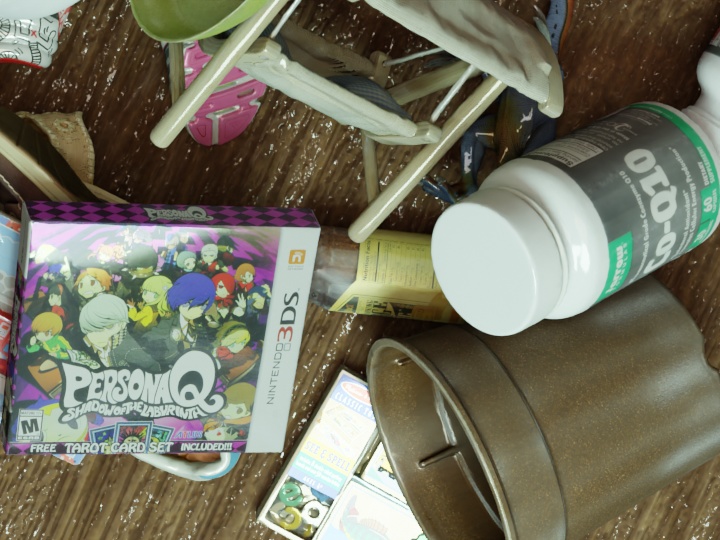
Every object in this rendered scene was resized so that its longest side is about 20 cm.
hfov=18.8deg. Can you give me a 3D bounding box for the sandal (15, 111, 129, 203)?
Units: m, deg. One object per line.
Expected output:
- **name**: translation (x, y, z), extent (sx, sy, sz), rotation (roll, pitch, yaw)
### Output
- **sandal**: translation (-0.211, -0.079, 1.571), extent (0.211, 0.078, 0.070), rotation (32, 64, -14)

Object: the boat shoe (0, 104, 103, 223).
- **boat shoe**: translation (-0.219, -0.035, 1.499), extent (0.072, 0.072, 0.200), rotation (-40, 117, 7)

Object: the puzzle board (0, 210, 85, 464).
- **puzzle board**: translation (-0.246, 0.038, 1.494), extent (0.200, 0.017, 0.151), rotation (28, 114, -17)

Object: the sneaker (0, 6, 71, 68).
- **sneaker**: translation (-0.303, -0.203, 1.534), extent (0.201, 0.067, 0.108), rotation (13, 91, -8)

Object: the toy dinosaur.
- **toy dinosaur**: translation (0.111, -0.126, 1.584), extent (0.105, 0.200, 0.182), rotation (20, 72, 31)

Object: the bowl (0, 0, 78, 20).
- **bowl**: translation (-0.197, -0.242, 1.445), extent (0.090, 0.201, 0.201), rotation (30, 96, -36)

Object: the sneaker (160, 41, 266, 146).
- **sneaker**: translation (-0.120, -0.188, 1.550), extent (0.074, 0.087, 0.200), rotation (-22, 122, -20)

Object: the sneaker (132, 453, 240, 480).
- **sneaker**: translation (-0.174, 0.086, 1.577), extent (0.200, 0.081, 0.077), rotation (26, 97, -5)

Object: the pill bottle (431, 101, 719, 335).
- **pill bottle**: translation (0.149, -0.035, 1.487), extent (0.200, 0.113, 0.113), rotation (-27, 101, -38)

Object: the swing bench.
- **swing bench**: translation (-0.006, -0.145, 1.449), extent (0.199, 0.130, 0.200), rotation (27, 133, -38)

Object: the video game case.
- **video game case**: translation (-0.137, 0.041, 1.477), extent (0.199, 0.036, 0.182), rotation (2, 117, -18)

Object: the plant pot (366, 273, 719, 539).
- **plant pot**: translation (0.137, 0.102, 1.537), extent (0.198, 0.200, 0.201), rotation (-24, 99, -19)

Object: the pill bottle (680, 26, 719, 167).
- **pill bottle**: translation (0.312, -0.154, 1.553), extent (0.116, 0.116, 0.200), rotation (33, 95, -7)

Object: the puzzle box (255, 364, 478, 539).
- **puzzle box**: translation (0.039, 0.175, 1.629), extent (0.200, 0.025, 0.133), rotation (29, 95, -6)

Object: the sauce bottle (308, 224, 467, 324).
- **sauce bottle**: translation (0.000, 0.000, 1.585), extent (0.199, 0.066, 0.066), rotation (6, 98, -2)

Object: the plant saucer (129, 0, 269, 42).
- **plant saucer**: translation (-0.075, -0.231, 1.391), extent (0.031, 0.200, 0.200), rotation (27, 96, -35)
